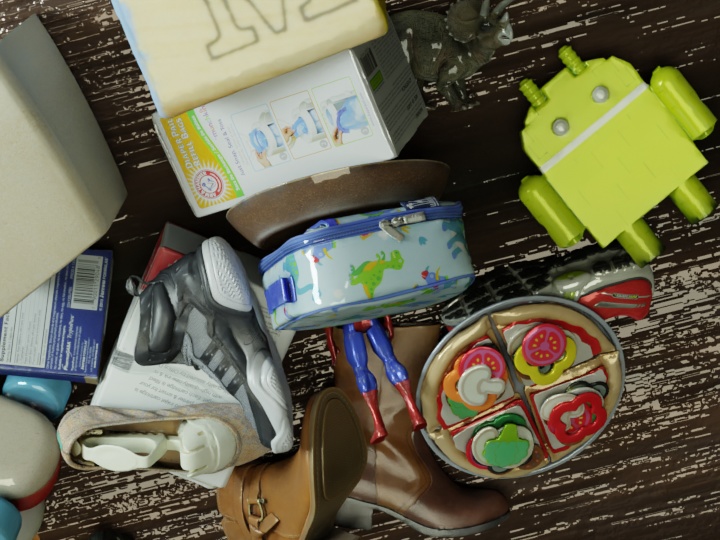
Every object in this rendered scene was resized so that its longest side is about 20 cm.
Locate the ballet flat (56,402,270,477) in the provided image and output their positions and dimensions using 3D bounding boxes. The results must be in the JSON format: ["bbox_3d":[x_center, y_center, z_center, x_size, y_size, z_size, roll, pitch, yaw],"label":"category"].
[{"bbox_3d":[-0.172,0.158,1.613,0.199,0.067,0.068,-2,110,-1],"label":"ballet flat"}]

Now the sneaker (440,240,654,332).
[{"bbox_3d":[0.175,0.039,1.665,0.199,0.077,0.085,-13,113,4],"label":"sneaker"}]

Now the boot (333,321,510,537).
[{"bbox_3d":[0.058,0.146,1.718,0.187,0.068,0.201,6,99,2],"label":"boot"}]

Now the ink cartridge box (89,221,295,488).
[{"bbox_3d":[-0.153,0.079,1.666,0.144,0.084,0.201,22,106,-9],"label":"ink cartridge box"}]

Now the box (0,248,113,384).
[{"bbox_3d":[-0.330,0.033,1.646,0.199,0.032,0.122,6,75,-4],"label":"box"}]

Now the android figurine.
[{"bbox_3d":[0.224,-0.107,1.614,0.182,0.041,0.200,-37,93,5],"label":"android figurine"}]

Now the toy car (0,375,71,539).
[{"bbox_3d":[-0.363,0.203,1.684,0.176,0.185,0.201,11,140,4],"label":"toy car"}]

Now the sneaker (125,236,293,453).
[{"bbox_3d":[-0.134,0.078,1.585,0.113,0.076,0.201,-19,102,4],"label":"sneaker"}]

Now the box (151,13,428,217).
[{"bbox_3d":[-0.060,-0.134,1.555,0.199,0.113,0.102,-16,109,24],"label":"box"}]

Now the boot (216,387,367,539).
[{"bbox_3d":[-0.072,0.196,1.686,0.154,0.073,0.201,11,107,41],"label":"boot"}]

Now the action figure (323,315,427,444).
[{"bbox_3d":[0.001,0.056,1.640,0.065,0.052,0.201,-17,76,-9],"label":"action figure"}]

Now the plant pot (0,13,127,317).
[{"bbox_3d":[-0.312,-0.076,1.545,0.199,0.200,0.177,-37,102,11],"label":"plant pot"}]

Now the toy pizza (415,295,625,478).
[{"bbox_3d":[0.149,0.114,1.651,0.199,0.032,0.201,-6,121,-10],"label":"toy pizza"}]

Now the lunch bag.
[{"bbox_3d":[0.000,0.000,1.525,0.160,0.200,0.083,-12,85,-14],"label":"lunch bag"}]

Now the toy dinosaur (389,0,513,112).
[{"bbox_3d":[0.055,-0.190,1.595,0.199,0.077,0.103,-1,100,25],"label":"toy dinosaur"}]

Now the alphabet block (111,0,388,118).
[{"bbox_3d":[-0.102,-0.267,1.497,0.199,0.196,0.197,-20,110,7],"label":"alphabet block"}]

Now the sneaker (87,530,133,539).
[{"bbox_3d":[-0.224,0.346,1.758,0.090,0.078,0.201,-24,108,9],"label":"sneaker"}]

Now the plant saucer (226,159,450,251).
[{"bbox_3d":[-0.016,-0.052,1.568,0.199,0.200,0.035,-12,80,3],"label":"plant saucer"}]
